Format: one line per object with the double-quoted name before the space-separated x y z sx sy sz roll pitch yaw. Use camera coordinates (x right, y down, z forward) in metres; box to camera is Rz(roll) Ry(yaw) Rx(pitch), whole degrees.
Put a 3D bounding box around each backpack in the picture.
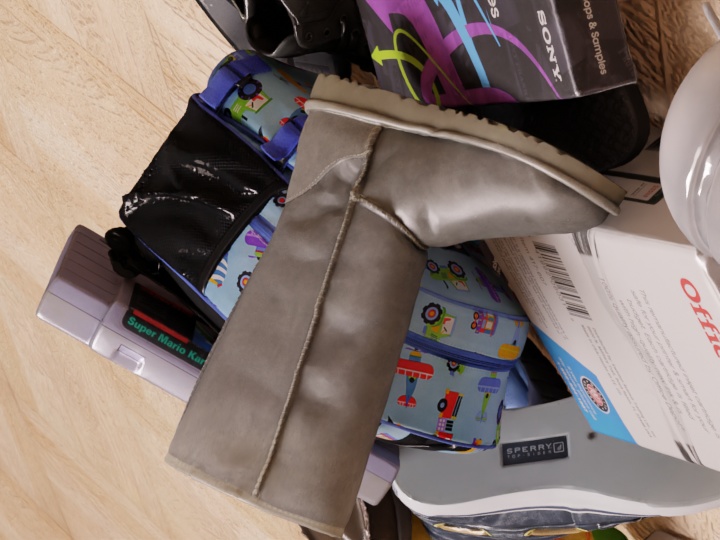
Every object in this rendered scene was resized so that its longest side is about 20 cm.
"backpack" 0.000 0.000 1.488 0.183 0.135 0.200 19 -163 -49

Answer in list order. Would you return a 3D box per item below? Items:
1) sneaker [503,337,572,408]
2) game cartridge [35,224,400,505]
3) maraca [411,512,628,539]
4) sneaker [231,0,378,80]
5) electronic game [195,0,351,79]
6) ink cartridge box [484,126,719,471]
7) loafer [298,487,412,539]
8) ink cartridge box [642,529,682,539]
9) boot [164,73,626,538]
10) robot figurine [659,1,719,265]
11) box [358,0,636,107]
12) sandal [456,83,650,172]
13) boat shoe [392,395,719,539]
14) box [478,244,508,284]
"sneaker" 0.050 0.051 1.685 0.200 0.082 0.074 46 -174 25
"game cartridge" -0.070 0.046 1.529 0.200 0.038 0.130 30 -173 -7
"maraca" 0.087 0.163 1.693 0.200 0.137 0.107 18 156 -41
"sneaker" -0.017 -0.131 1.500 0.060 0.104 0.200 5 130 53
"electronic game" -0.069 -0.179 1.635 0.200 0.042 0.200 52 168 16
"ink cartridge box" 0.159 0.014 1.392 0.200 0.084 0.146 15 138 60
"loafer" -0.044 0.093 1.628 0.200 0.071 0.073 57 138 19
"ink cartridge box" 0.232 0.212 1.657 0.200 0.037 0.095 16 140 57
"boot" 0.013 0.024 1.350 0.182 0.200 0.073 16 172 34
"robot figurine" 0.200 -0.031 1.177 0.200 0.113 0.170 38 118 35
"box" 0.049 -0.147 1.352 0.200 0.036 0.143 0 107 65
"sandal" 0.091 -0.090 1.422 0.200 0.045 0.075 -165 64 -66
"boat shoe" 0.120 0.108 1.568 0.091 0.200 0.071 61 -152 -64
"box" 0.003 -0.007 1.641 0.200 0.036 0.143 21 108 46
